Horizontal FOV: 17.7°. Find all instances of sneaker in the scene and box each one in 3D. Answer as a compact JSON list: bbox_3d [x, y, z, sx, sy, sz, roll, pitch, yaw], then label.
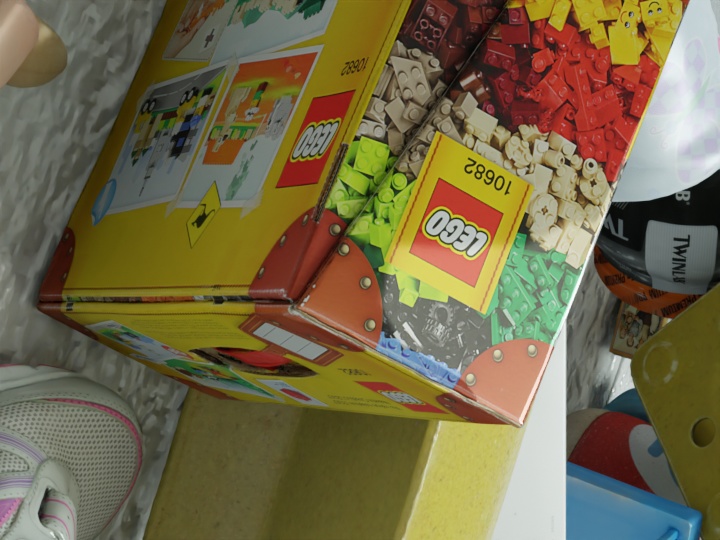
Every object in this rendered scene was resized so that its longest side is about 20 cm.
[{"bbox_3d":[-0.115,0.100,0.664,0.200,0.088,0.082,-45,144,-46],"label":"sneaker"}]

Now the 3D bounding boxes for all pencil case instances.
[{"bbox_3d":[0.090,-0.125,0.889,0.091,0.083,0.201,-42,122,-39],"label":"pencil case"}]

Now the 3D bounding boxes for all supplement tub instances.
[{"bbox_3d":[0.157,-0.082,1.079,0.123,0.122,0.201,-49,146,-42],"label":"supplement tub"}]

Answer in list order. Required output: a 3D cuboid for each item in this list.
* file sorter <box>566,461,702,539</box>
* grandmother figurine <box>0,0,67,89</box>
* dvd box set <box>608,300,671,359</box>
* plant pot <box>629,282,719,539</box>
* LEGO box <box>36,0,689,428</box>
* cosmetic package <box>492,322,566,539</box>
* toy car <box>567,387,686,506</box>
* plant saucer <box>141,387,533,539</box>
[{"bbox_3d":[0.047,0.192,1.015,0.122,0.138,0.201,-26,129,-53],"label":"file sorter"},{"bbox_3d":[-0.145,-0.002,0.573,0.201,0.060,0.122,-63,146,-26],"label":"grandmother figurine"},{"bbox_3d":[0.198,-0.047,1.297,0.146,0.029,0.201,1,104,-65],"label":"dvd box set"},{"bbox_3d":[0.237,0.076,1.061,0.199,0.195,0.195,21,127,-42],"label":"plant pot"},{"bbox_3d":[-0.004,-0.040,0.677,0.077,0.200,0.150,27,78,-23],"label":"LEGO box"},{"bbox_3d":[0.033,0.016,0.825,0.050,0.082,0.202,-5,100,-23],"label":"cosmetic package"},{"bbox_3d":[0.176,0.177,1.195,0.184,0.199,0.178,-30,132,-57],"label":"toy car"},{"bbox_3d":[-0.012,0.084,0.759,0.048,0.200,0.201,17,92,-23],"label":"plant saucer"}]
